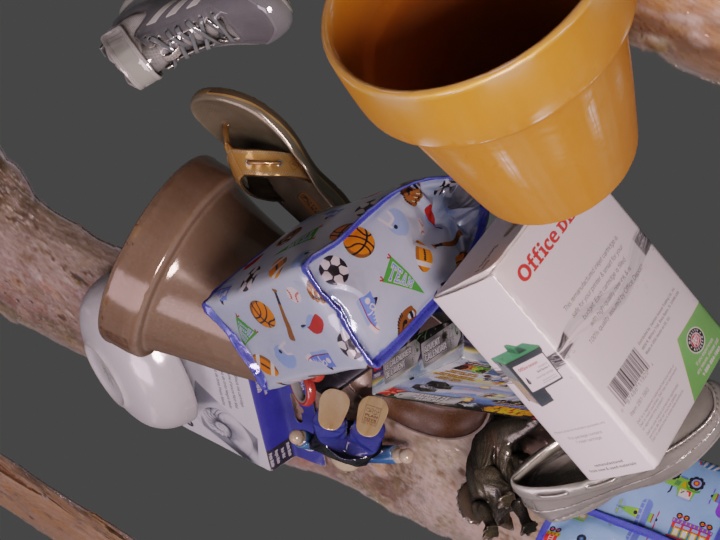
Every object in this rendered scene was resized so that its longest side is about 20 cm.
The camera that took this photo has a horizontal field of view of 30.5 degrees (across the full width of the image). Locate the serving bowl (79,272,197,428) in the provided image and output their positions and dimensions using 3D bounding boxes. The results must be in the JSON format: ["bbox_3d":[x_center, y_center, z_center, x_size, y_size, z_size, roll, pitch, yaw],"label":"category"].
[{"bbox_3d":[-0.271,0.105,1.538,0.200,0.066,0.201,44,154,28],"label":"serving bowl"}]

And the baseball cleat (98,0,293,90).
[{"bbox_3d":[-0.142,-0.192,1.104,0.199,0.107,0.070,7,148,46],"label":"baseball cleat"}]

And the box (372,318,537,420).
[{"bbox_3d":[0.128,0.086,1.114,0.199,0.040,0.137,12,157,-30],"label":"box"}]

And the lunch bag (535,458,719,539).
[{"bbox_3d":[0.233,0.252,1.153,0.150,0.200,0.095,18,140,29],"label":"lunch bag"}]

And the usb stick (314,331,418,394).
[{"bbox_3d":[-0.004,0.072,1.275,0.056,0.033,0.200,51,146,1],"label":"usb stick"}]

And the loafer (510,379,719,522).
[{"bbox_3d":[0.217,0.149,1.109,0.199,0.070,0.070,-36,134,22],"label":"loafer"}]

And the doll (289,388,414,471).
[{"bbox_3d":[-0.008,0.180,1.402,0.135,0.049,0.200,11,158,0],"label":"doll"}]

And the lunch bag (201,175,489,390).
[{"bbox_3d":[0.000,0.000,1.098,0.169,0.200,0.124,-16,113,50],"label":"lunch bag"}]

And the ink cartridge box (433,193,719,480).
[{"bbox_3d":[0.173,0.037,1.022,0.200,0.146,0.084,49,146,-11],"label":"ink cartridge box"}]

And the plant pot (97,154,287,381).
[{"bbox_3d":[-0.123,0.020,1.242,0.174,0.201,0.201,30,145,8],"label":"plant pot"}]

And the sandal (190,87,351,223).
[{"bbox_3d":[-0.082,-0.088,1.207,0.200,0.054,0.080,48,145,-10],"label":"sandal"}]

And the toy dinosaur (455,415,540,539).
[{"bbox_3d":[0.132,0.197,1.296,0.102,0.076,0.201,-129,32,-51],"label":"toy dinosaur"}]

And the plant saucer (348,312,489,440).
[{"bbox_3d":[0.047,0.084,1.295,0.199,0.032,0.201,26,142,22],"label":"plant saucer"}]

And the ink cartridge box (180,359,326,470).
[{"bbox_3d":[-0.142,0.145,1.534,0.199,0.041,0.201,20,140,28],"label":"ink cartridge box"}]

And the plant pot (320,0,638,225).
[{"bbox_3d":[0.101,-0.134,0.882,0.199,0.201,0.183,10,152,36],"label":"plant pot"}]

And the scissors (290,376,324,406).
[{"bbox_3d":[-0.090,0.063,1.367,0.200,0.014,0.074,49,140,43],"label":"scissors"}]
